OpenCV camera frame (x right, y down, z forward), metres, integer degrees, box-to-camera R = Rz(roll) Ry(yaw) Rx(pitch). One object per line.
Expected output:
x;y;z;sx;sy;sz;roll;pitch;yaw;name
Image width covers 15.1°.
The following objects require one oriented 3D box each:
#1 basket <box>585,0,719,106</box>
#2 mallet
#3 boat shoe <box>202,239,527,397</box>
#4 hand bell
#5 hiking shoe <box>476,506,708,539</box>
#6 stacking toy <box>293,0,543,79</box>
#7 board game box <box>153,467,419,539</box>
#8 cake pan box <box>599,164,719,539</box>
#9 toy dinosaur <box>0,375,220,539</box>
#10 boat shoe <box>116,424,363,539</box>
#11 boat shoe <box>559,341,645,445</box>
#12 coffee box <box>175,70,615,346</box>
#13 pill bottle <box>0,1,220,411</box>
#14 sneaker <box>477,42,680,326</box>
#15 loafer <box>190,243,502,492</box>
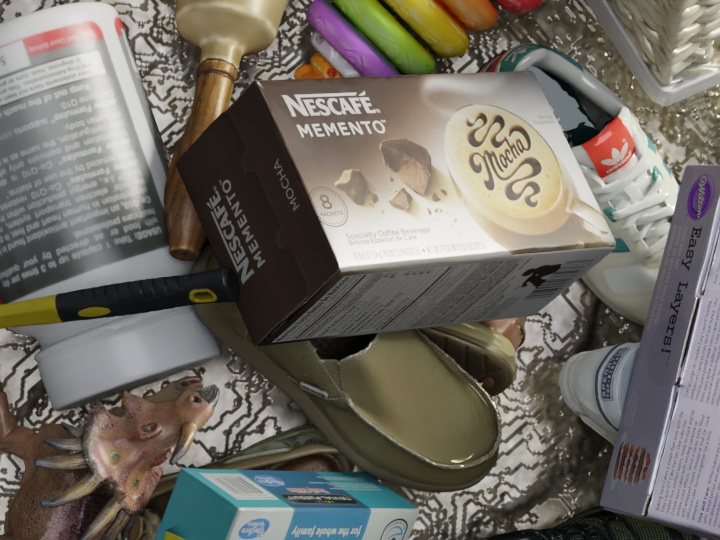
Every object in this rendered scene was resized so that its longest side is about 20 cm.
0.174;-0.217;1.478;0.135;0.123;0.200;-27;69;-8;basket
-0.161;0.013;1.359;0.199;0.041;0.066;-14;128;21;mallet
0.000;0.000;1.502;0.200;0.072;0.068;26;58;-6;boat shoe
-0.076;-0.098;1.451;0.104;0.104;0.201;10;66;-5;hand bell
0.107;0.173;1.476;0.199;0.101;0.076;-14;87;-7;hiking shoe
0.014;-0.138;1.503;0.116;0.110;0.200;43;94;-11;stacking toy
-0.065;0.202;1.408;0.047;0.151;0.201;30;104;36;board game box
0.234;0.054;1.444;0.184;0.052;0.201;15;86;-29;cake pan box
-0.152;0.132;1.380;0.086;0.136;0.201;9;105;-30;toy dinosaur
-0.091;0.139;1.478;0.200;0.063;0.073;-29;89;-7;boat shoe
0.186;0.096;1.508;0.202;0.086;0.075;26;77;-32;boat shoe
0.020;-0.034;1.400;0.200;0.080;0.113;-5;63;-42;coffee box
-0.153;-0.033;1.461;0.114;0.114;0.201;-19;87;-7;pill bottle
0.138;-0.044;1.501;0.070;0.093;0.200;-38;90;-8;sneaker
0.000;0.048;1.438;0.200;0.067;0.076;34;56;-18;loafer
